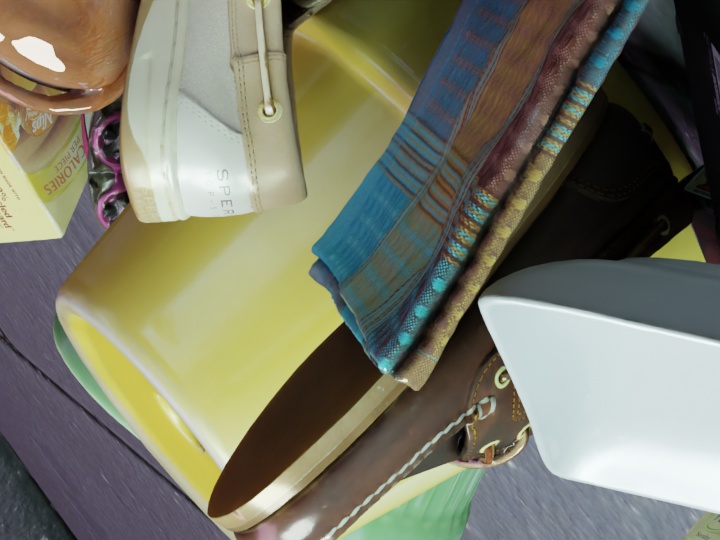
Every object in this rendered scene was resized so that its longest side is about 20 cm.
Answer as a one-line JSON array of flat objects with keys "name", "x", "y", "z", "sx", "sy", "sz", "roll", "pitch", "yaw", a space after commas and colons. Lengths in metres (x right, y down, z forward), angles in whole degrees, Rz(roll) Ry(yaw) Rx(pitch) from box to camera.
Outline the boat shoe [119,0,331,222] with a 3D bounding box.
[{"name": "boat shoe", "x": -0.034, "y": -0.106, "z": 0.971, "sx": 0.069, "sy": 0.200, "sz": 0.074, "roll": 4, "pitch": 158, "yaw": 6}]

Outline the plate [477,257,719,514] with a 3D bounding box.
[{"name": "plate", "x": 0.143, "y": 0.042, "z": 0.816, "sx": 0.200, "sy": 0.032, "sz": 0.200, "roll": 11, "pitch": 164, "yaw": 13}]

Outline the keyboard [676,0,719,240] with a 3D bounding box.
[{"name": "keyboard", "x": 0.125, "y": -0.049, "z": 0.816, "sx": 0.200, "sy": 0.040, "sz": 0.104, "roll": 71, "pitch": 175, "yaw": -48}]

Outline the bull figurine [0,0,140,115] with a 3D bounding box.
[{"name": "bull figurine", "x": -0.116, "y": -0.154, "z": 0.962, "sx": 0.065, "sy": 0.121, "sz": 0.200, "roll": 150, "pitch": 122, "yaw": -72}]

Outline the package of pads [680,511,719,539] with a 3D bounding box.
[{"name": "package of pads", "x": 0.205, "y": 0.177, "z": 1.047, "sx": 0.200, "sy": 0.068, "sz": 0.154, "roll": 45, "pitch": 172, "yaw": -22}]

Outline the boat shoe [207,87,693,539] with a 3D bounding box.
[{"name": "boat shoe", "x": 0.036, "y": 0.024, "z": 0.896, "sx": 0.070, "sy": 0.200, "sz": 0.070, "roll": 50, "pitch": 155, "yaw": -17}]

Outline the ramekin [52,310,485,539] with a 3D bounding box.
[{"name": "ramekin", "x": -0.021, "y": 0.028, "z": 1.227, "sx": 0.200, "sy": 0.098, "sz": 0.200, "roll": 28, "pitch": -166, "yaw": -8}]

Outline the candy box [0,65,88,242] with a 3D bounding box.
[{"name": "candy box", "x": -0.134, "y": -0.121, "z": 1.156, "sx": 0.055, "sy": 0.200, "sz": 0.116, "roll": -4, "pitch": 136, "yaw": 25}]

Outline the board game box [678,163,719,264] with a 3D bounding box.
[{"name": "board game box", "x": 0.173, "y": 0.055, "z": 0.980, "sx": 0.105, "sy": 0.023, "sz": 0.200, "roll": 34, "pitch": 159, "yaw": 44}]

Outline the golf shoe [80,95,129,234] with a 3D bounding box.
[{"name": "golf shoe", "x": -0.073, "y": -0.104, "z": 1.130, "sx": 0.092, "sy": 0.072, "sz": 0.200, "roll": -125, "pitch": 40, "yaw": -64}]

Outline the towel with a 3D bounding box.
[{"name": "towel", "x": 0.033, "y": -0.046, "z": 0.815, "sx": 0.022, "sy": 0.147, "sz": 0.200, "roll": 29, "pitch": -176, "yaw": -8}]

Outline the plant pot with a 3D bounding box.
[{"name": "plant pot", "x": 0.000, "y": 0.000, "z": 1.041, "sx": 0.201, "sy": 0.189, "sz": 0.201, "roll": 47, "pitch": 168, "yaw": 14}]
